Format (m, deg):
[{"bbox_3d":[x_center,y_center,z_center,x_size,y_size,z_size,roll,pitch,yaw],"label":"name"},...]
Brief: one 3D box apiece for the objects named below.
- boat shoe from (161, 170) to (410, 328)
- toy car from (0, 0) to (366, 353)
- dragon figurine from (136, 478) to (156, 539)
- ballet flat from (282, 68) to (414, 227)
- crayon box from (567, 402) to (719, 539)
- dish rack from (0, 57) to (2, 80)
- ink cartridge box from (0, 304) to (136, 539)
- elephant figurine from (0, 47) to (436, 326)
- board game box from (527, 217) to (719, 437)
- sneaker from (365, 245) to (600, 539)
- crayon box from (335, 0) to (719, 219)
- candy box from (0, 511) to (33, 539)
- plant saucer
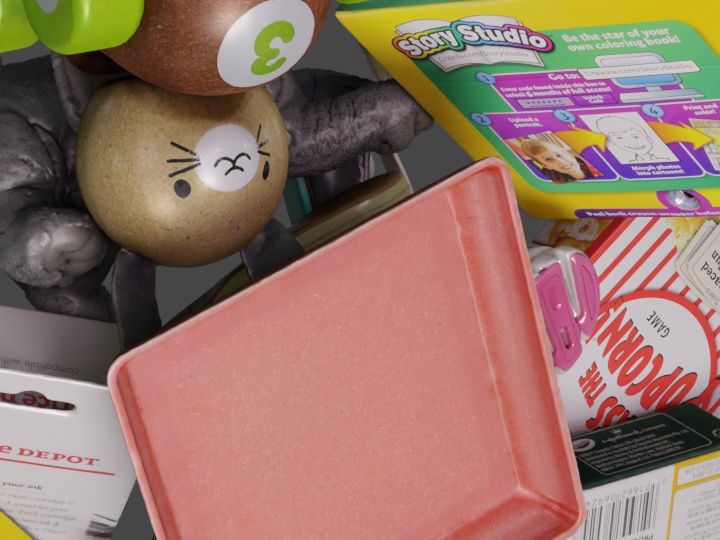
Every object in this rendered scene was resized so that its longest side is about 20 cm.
[{"bbox_3d":[-0.040,0.025,1.387,0.200,0.073,0.063,-38,89,33],"label":"boat shoe"},{"bbox_3d":[-0.067,-0.056,1.249,0.163,0.157,0.202,-13,100,-31],"label":"toy car"},{"bbox_3d":[-0.047,0.135,1.385,0.199,0.059,0.100,7,64,-36],"label":"dragon figurine"},{"bbox_3d":[0.000,0.000,1.440,0.073,0.073,0.202,-11,100,-15],"label":"ballet flat"},{"bbox_3d":[0.120,0.175,1.463,0.125,0.051,0.201,-13,118,-34],"label":"crayon box"},{"bbox_3d":[-0.232,-0.162,1.308,0.152,0.055,0.202,0,101,23],"label":"dish rack"},{"bbox_3d":[-0.161,0.076,1.333,0.115,0.200,0.067,10,52,-14],"label":"ink cartridge box"},{"bbox_3d":[-0.097,-0.074,1.369,0.200,0.141,0.155,-45,130,-3],"label":"elephant figurine"},{"bbox_3d":[0.139,0.029,1.478,0.200,0.046,0.152,-48,127,-5],"label":"board game box"},{"bbox_3d":[0.023,0.060,1.376,0.200,0.087,0.074,-50,129,-11],"label":"sneaker"},{"bbox_3d":[0.117,-0.092,1.310,0.173,0.199,0.059,44,57,-41],"label":"crayon box"},{"bbox_3d":[-0.160,0.175,1.377,0.102,0.027,0.200,-20,135,25],"label":"candy box"},{"bbox_3d":[-0.007,0.071,1.279,0.199,0.037,0.201,-28,123,-21],"label":"plant saucer"}]
